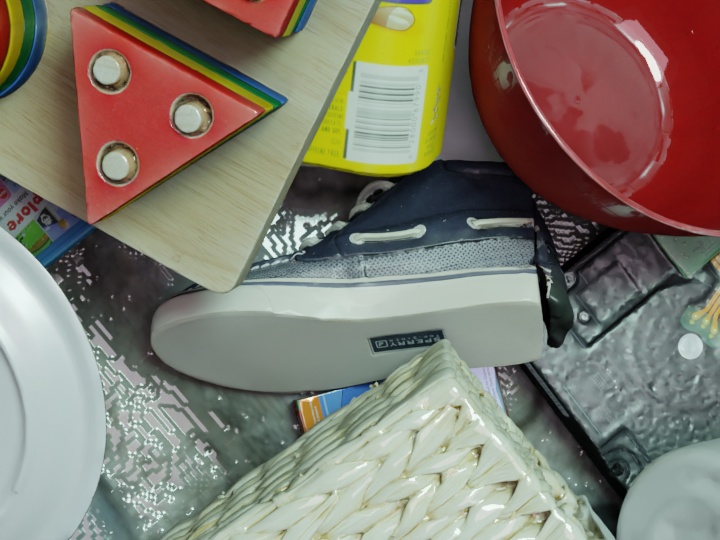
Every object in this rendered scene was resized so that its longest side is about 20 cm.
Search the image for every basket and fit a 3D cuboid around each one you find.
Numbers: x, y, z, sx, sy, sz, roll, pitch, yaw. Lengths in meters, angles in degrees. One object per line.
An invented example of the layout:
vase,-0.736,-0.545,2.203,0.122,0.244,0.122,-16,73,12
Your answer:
basket,-0.001,0.135,0.701,0.200,0.136,0.123,-37,93,4

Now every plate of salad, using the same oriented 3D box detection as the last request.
plate of salad,-0.205,0.054,0.729,0.200,0.048,0.200,4,107,13

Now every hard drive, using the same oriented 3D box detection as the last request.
hard drive,0.184,0.020,0.822,0.200,0.038,0.140,-39,93,-9

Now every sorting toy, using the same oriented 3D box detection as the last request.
sorting toy,-0.103,-0.116,0.647,0.200,0.070,0.199,29,106,4

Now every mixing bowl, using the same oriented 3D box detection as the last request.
mixing bowl,0.125,-0.098,0.750,0.200,0.108,0.200,7,72,-23

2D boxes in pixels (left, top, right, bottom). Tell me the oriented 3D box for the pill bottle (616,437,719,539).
pill bottle,0.226,0.122,0.759,0.200,0.111,0.111,-7,87,-37

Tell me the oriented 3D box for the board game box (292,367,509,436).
board game box,0.040,0.148,0.798,0.103,0.019,0.200,-14,89,-12

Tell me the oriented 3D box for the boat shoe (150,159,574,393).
boat shoe,0.000,0.000,0.785,0.200,0.075,0.093,-3,53,4

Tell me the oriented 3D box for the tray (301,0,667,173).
tray,0.056,-0.099,0.816,0.200,0.022,0.108,3,85,-9

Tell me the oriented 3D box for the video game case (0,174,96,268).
video game case,-0.219,-0.069,0.734,0.143,0.018,0.200,-35,93,21

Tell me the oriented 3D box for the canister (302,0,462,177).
canister,-0.021,-0.153,0.712,0.148,0.087,0.200,13,113,14
